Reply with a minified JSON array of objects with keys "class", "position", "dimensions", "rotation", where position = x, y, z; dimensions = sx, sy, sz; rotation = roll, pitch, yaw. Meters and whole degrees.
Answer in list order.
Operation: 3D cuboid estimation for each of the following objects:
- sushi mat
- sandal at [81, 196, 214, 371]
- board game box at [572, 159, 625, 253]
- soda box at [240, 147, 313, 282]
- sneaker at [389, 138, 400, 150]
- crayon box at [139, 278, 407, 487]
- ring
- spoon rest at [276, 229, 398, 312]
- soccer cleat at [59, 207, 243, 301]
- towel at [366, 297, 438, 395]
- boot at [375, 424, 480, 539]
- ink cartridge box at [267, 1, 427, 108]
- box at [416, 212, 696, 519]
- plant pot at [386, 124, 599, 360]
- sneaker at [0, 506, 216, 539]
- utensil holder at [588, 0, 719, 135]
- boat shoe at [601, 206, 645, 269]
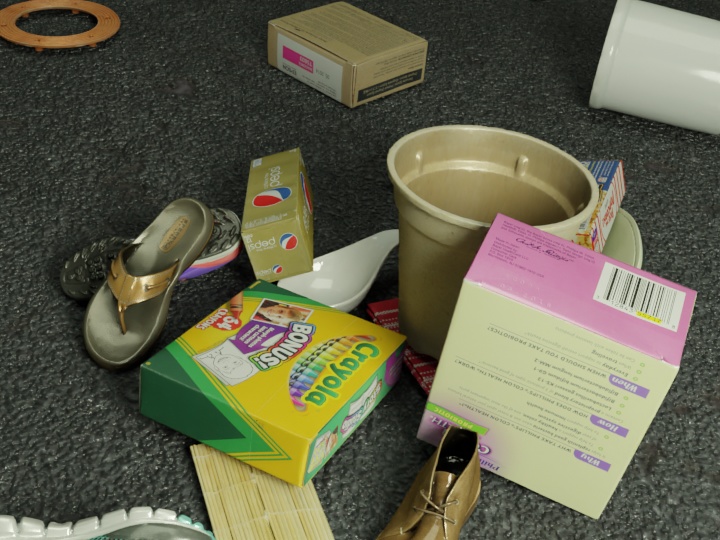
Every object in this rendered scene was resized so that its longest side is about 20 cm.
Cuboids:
[{"class":"sushi mat","position":[-0.075,0.205,0.835],"dimensions":[0.094,0.012,0.201],"rotation":[-8,37,-18]},{"class":"sandal","position":[-0.211,0.003,1.010],"dimensions":[0.081,0.055,0.201],"rotation":[27,67,12]},{"class":"board game box","position":[0.190,-0.070,1.177],"dimensions":[0.198,0.047,0.152],"rotation":[3,39,29]},{"class":"soda box","position":[-0.090,-0.065,1.142],"dimensions":[0.063,0.068,0.201],"rotation":[-14,28,5]},{"class":"sneaker","position":[0.132,-0.133,1.319],"dimensions":[0.197,0.075,0.085],"rotation":[13,28,-5]},{"class":"crayon box","position":[-0.075,0.094,0.939],"dimensions":[0.171,0.059,0.200],"rotation":[19,30,20]},{"class":"ring","position":[-0.486,-0.392,1.632],"dimensions":[0.197,0.019,0.201],"rotation":[3,35,-2]},{"class":"spoon rest","position":[0.000,0.000,1.098],"dimensions":[0.198,0.061,0.099],"rotation":[-19,32,-35]},{"class":"soccer cleat","position":[-0.218,-0.006,1.088],"dimensions":[0.198,0.073,0.069],"rotation":[-20,69,-8]},{"class":"towel","position":[0.107,0.083,1.033],"dimensions":[0.143,0.023,0.200],"rotation":[-11,38,-23]},{"class":"boot","position":[0.051,0.200,0.808],"dimensions":[0.073,0.076,0.200],"rotation":[17,37,13]},{"class":"ink cartridge box","position":[-0.022,-0.338,1.575],"dimensions":[0.164,0.076,0.199],"rotation":[-27,47,-36]},{"class":"box","position":[0.159,0.083,0.859],"dimensions":[0.174,0.202,0.097],"rotation":[22,43,11]},{"class":"plant pot","position":[0.113,-0.013,0.988],"dimensions":[0.197,0.185,0.201],"rotation":[5,33,-3]},{"class":"sneaker","position":[-0.201,0.230,0.744],"dimensions":[0.197,0.078,0.092],"rotation":[-4,51,-8]},{"class":"utensil holder","position":[0.460,-0.304,1.523],"dimensions":[0.198,0.172,0.170],"rotation":[17,35,11]},{"class":"boat shoe","position":[0.295,-0.029,1.190],"dimensions":[0.066,0.074,0.200],"rotation":[41,14,-26]}]
